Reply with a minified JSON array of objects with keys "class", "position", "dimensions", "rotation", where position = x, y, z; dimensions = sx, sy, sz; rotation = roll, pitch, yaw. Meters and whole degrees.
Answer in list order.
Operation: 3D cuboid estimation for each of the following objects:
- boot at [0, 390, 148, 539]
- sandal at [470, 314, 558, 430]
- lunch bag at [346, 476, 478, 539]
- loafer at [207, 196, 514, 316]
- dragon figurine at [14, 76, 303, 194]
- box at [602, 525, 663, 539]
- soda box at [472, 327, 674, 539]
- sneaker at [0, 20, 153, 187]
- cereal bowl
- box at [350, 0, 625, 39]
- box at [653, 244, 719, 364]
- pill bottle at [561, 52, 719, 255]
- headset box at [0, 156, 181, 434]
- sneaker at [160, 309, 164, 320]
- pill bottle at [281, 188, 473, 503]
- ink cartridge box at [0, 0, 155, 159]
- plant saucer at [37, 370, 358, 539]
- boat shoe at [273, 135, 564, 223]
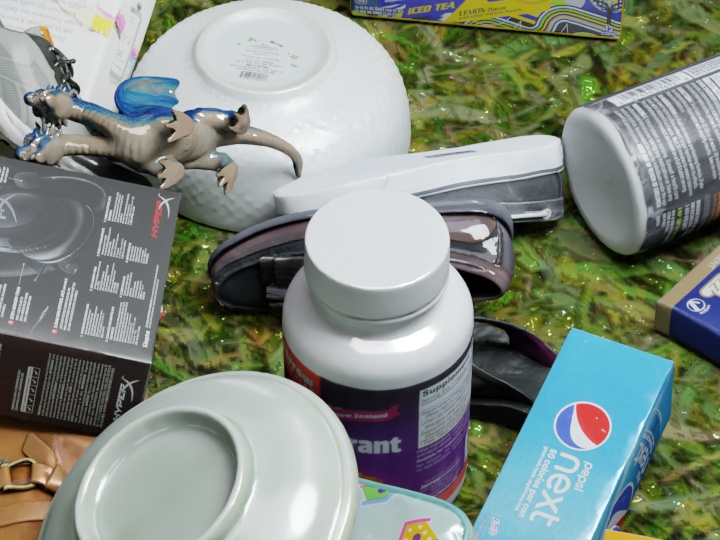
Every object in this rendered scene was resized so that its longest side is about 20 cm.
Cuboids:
[{"class":"boot","position":[-0.223,0.127,1.544],"dimensions":[0.200,0.077,0.155],"rotation":[6,49,-5]},{"class":"sandal","position":[0.092,0.060,1.618],"dimensions":[0.200,0.048,0.075],"rotation":[18,47,17]},{"class":"lunch bag","position":[-0.022,0.206,1.408],"dimensions":[0.160,0.077,0.200],"rotation":[9,61,35]},{"class":"loafer","position":[0.000,0.000,1.651],"dimensions":[0.200,0.072,0.063],"rotation":[-9,50,6]},{"class":"dragon figurine","position":[-0.125,-0.089,1.647],"dimensions":[0.099,0.059,0.200],"rotation":[22,20,38]},{"class":"box","position":[0.131,0.235,1.392],"dimensions":[0.041,0.119,0.200],"rotation":[12,47,11]},{"class":"soda box","position":[0.116,0.136,1.508],"dimensions":[0.068,0.064,0.200],"rotation":[19,59,17]},{"class":"sneaker","position":[-0.209,-0.111,1.706],"dimensions":[0.200,0.074,0.079],"rotation":[40,86,15]},{"class":"cereal bowl","position":[-0.064,-0.121,1.776],"dimensions":[0.200,0.083,0.200],"rotation":[1,45,-1]},{"class":"box","position":[0.094,-0.221,1.884],"dimensions":[0.200,0.070,0.064],"rotation":[6,44,6]},{"class":"box","position":[0.303,0.042,1.649],"dimensions":[0.200,0.032,0.121],"rotation":[32,53,27]},{"class":"pill bottle","position":[0.243,-0.090,1.728],"dimensions":[0.200,0.106,0.106],"rotation":[-21,48,-20]},{"class":"headset box","position":[-0.218,0.007,1.550],"dimensions":[0.200,0.077,0.149],"rotation":[10,43,-6]},{"class":"sneaker","position":[-0.209,-0.012,1.666],"dimensions":[0.200,0.082,0.078],"rotation":[30,52,26]},{"class":"pill bottle","position":[0.010,0.052,1.518],"dimensions":[0.111,0.200,0.111],"rotation":[0,44,0]},{"class":"ink cartridge box","position":[-0.217,-0.162,1.792],"dimensions":[0.116,0.067,0.200],"rotation":[15,79,15]},{"class":"plant saucer","position":[-0.101,0.131,1.424],"dimensions":[0.200,0.050,0.200],"rotation":[-16,48,19]},{"class":"boat shoe","position":[0.042,-0.042,1.705],"dimensions":[0.200,0.068,0.072],"rotation":[-10,12,-21]}]
